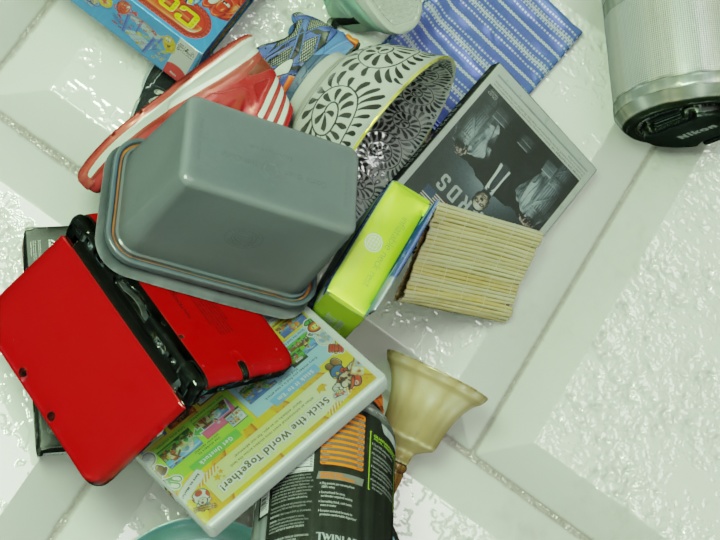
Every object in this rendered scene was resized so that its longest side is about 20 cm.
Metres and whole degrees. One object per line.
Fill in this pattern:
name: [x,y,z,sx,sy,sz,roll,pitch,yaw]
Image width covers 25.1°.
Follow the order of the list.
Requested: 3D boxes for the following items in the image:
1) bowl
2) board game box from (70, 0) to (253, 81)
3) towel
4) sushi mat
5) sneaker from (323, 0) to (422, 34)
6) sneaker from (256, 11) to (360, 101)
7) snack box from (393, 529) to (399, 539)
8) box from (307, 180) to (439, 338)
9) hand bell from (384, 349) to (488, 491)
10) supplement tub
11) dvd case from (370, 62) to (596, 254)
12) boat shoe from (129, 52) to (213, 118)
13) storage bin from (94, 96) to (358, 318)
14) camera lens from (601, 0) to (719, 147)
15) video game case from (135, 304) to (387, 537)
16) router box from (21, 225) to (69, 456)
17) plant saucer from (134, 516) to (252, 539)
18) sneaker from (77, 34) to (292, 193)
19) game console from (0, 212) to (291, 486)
bowl: [-0.008,-0.139,1.486,0.094,0.201,0.201,38,70,12]
board game box: [-0.186,-0.305,1.507,0.199,0.056,0.197,36,54,-5]
towel: [0.115,-0.223,1.618,0.145,0.024,0.200,43,70,-4]
sushi mat: [0.104,-0.005,1.488,0.199,0.012,0.097,12,100,-55]
sneaker: [-0.034,-0.303,1.537,0.074,0.118,0.201,-43,110,-17]
sneaker: [-0.088,-0.167,1.531,0.078,0.075,0.200,39,63,8]
snack box: [0.012,0.339,1.431,0.115,0.037,0.202,-23,84,5]
box: [0.000,0.000,1.440,0.047,0.200,0.123,32,71,-4]
hand bell: [0.028,0.185,1.481,0.103,0.104,0.202,26,85,-8]
supplement tub: [-0.030,0.192,1.386,0.121,0.123,0.202,14,50,-12]
dvd case: [0.122,-0.080,1.574,0.150,0.025,0.200,45,69,-12]
boat shoe: [-0.182,-0.135,1.490,0.071,0.068,0.202,26,72,-8]
storage bin: [-0.097,-0.067,1.333,0.198,0.134,0.147,17,59,-25]
camera lens: [0.323,-0.233,1.605,0.158,0.160,0.202,-1,78,-16]
video game case: [-0.108,0.102,1.371,0.199,0.023,0.182,-39,60,-21]
router box: [-0.219,0.059,1.438,0.148,0.062,0.202,-3,78,-15]
plant saucer: [-0.138,0.316,1.404,0.198,0.027,0.203,1,80,-4]
sneaker: [-0.143,-0.106,1.422,0.199,0.078,0.116,-39,99,-5]
game console: [-0.188,0.058,1.368,0.171,0.119,0.200,-11,53,-46]
